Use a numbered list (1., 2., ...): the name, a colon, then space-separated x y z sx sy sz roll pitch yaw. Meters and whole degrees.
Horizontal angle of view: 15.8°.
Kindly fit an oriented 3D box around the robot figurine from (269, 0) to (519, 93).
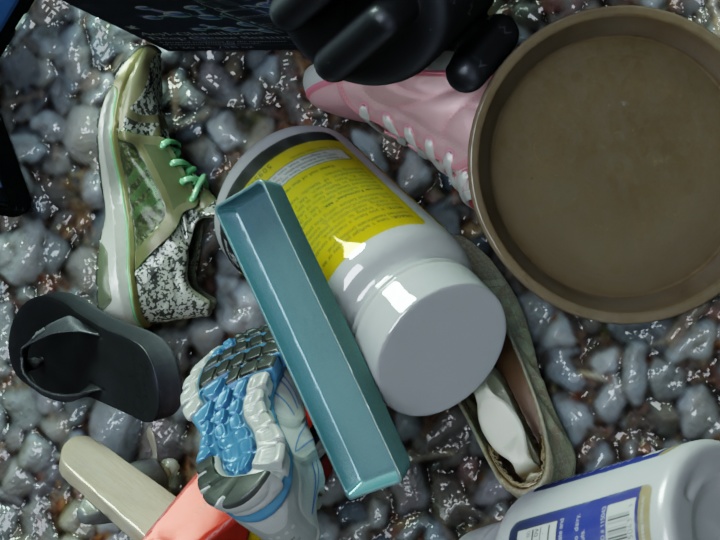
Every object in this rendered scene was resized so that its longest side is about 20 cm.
1. robot figurine: 0.023 -0.192 1.616 0.125 0.200 0.150 6 119 25

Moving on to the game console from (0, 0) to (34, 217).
1. game console: -0.261 -0.142 1.747 0.116 0.200 0.176 -25 77 19

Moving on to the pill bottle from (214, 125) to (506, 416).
1. pill bottle: 0.000 0.000 1.643 0.114 0.114 0.200 -55 43 9

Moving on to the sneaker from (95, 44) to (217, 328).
1. sneaker: -0.128 -0.054 1.767 0.088 0.077 0.200 1 93 12

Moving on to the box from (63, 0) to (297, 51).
1. box: -0.098 -0.213 1.687 0.148 0.200 0.107 2 83 22

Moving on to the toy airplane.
1. toy airplane: -0.096 0.182 1.691 0.199 0.141 0.200 -8 54 2

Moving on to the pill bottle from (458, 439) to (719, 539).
1. pill bottle: 0.151 0.181 1.583 0.200 0.120 0.120 -21 77 44

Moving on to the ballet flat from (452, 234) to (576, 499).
1. ballet flat: 0.082 0.058 1.673 0.067 0.062 0.200 -33 75 16

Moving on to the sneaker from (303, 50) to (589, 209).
1. sneaker: 0.054 -0.086 1.686 0.200 0.075 0.105 3 82 17

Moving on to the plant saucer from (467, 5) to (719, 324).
1. plant saucer: 0.165 -0.066 1.629 0.200 0.029 0.200 0 88 -5

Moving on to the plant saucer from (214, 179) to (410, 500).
1. plant saucer: -0.028 0.041 1.576 0.070 0.019 0.200 -26 89 58

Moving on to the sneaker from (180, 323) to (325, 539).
1. sneaker: -0.060 0.111 1.612 0.075 0.200 0.087 -28 119 14

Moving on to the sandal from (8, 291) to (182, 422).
1. sandal: -0.189 0.058 1.738 0.200 0.043 0.076 6 109 55
